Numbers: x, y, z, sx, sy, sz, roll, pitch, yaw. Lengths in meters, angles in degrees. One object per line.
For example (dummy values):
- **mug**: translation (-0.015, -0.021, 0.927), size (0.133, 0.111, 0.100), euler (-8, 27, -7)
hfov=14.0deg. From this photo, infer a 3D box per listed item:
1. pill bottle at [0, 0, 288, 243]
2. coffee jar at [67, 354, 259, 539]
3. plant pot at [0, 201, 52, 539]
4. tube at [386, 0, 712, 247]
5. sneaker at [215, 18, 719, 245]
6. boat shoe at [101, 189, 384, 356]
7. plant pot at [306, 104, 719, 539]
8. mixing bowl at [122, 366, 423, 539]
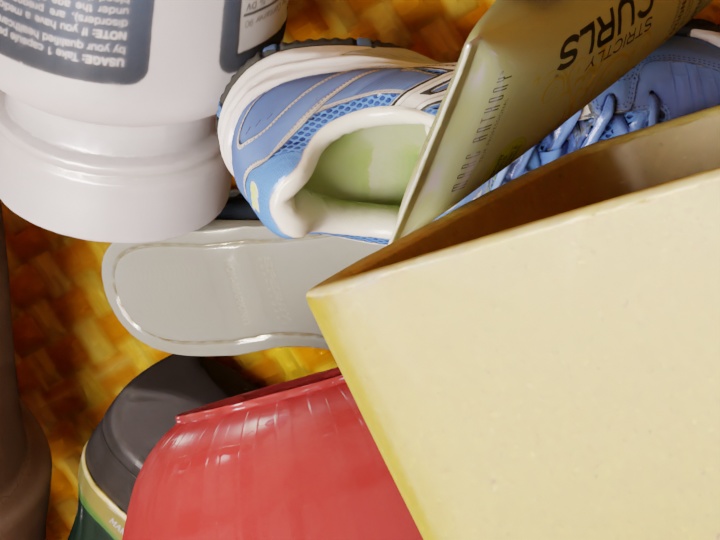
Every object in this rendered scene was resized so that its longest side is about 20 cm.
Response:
- **pill bottle**: translation (-0.082, -0.118, 1.030), size (0.119, 0.120, 0.201), euler (19, 121, 19)
- **coffee jar**: translation (-0.079, 0.132, 1.173), size (0.104, 0.085, 0.201), euler (35, 126, 16)
- **plant pot**: translation (-0.206, 0.020, 1.114), size (0.199, 0.200, 0.176), euler (20, 114, 19)
- **tube**: translation (0.065, -0.074, 0.922), size (0.052, 0.200, 0.058), euler (-8, 109, 33)
- **sneaker**: translation (0.052, -0.039, 0.992), size (0.199, 0.077, 0.076), euler (-7, 118, -1)
- **boat shoe**: translation (0.000, 0.000, 1.080), size (0.199, 0.062, 0.075), euler (-2, 118, 33)
- **plant pot**: translation (0.137, 0.053, 0.836), size (0.193, 0.195, 0.201), euler (-16, 97, 31)
- **mixing bowl**: translation (-0.003, 0.089, 1.003), size (0.199, 0.200, 0.109), euler (-14, 91, 33)
